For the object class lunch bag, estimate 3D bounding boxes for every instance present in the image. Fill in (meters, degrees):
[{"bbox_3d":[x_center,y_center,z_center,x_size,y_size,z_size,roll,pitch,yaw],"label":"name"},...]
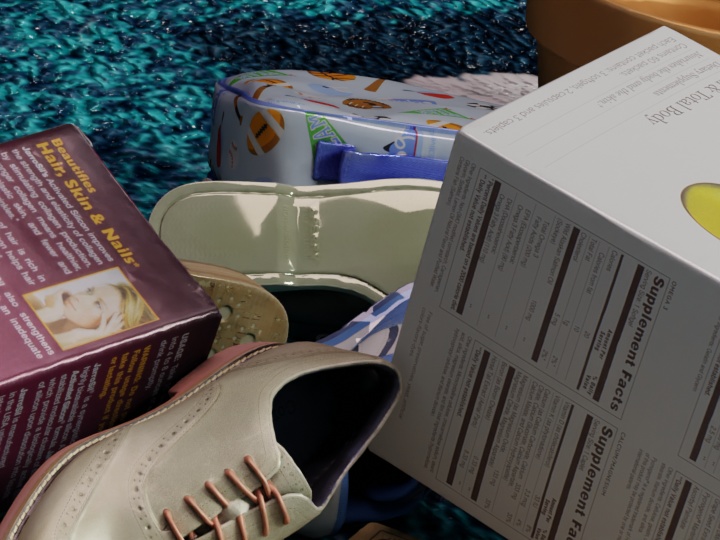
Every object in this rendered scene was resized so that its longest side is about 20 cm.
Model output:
[{"bbox_3d":[0.017,-0.051,1.428,0.199,0.076,0.160,5,10,-13],"label":"lunch bag"}]

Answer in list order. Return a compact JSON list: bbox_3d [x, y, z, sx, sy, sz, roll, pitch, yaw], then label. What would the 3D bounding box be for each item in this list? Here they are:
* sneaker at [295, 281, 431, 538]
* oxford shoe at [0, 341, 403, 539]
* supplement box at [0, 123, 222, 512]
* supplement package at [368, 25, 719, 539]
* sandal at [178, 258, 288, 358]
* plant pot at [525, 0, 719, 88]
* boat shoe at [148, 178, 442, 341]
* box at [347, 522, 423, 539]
[{"bbox_3d":[0.016,0.061,1.183,0.082,0.074,0.200,27,34,32],"label":"sneaker"},{"bbox_3d":[-0.061,0.081,1.018,0.074,0.071,0.200,-12,25,44],"label":"oxford shoe"},{"bbox_3d":[-0.167,0.032,1.059,0.200,0.086,0.110,-19,56,-36],"label":"supplement box"},{"bbox_3d":[0.138,0.033,1.073,0.200,0.151,0.152,32,36,25],"label":"supplement package"},{"bbox_3d":[-0.109,0.030,1.190,0.211,0.078,0.070,2,20,-36],"label":"sandal"},{"bbox_3d":[0.177,-0.090,1.547,0.199,0.140,0.200,10,20,-4],"label":"plant pot"},{"bbox_3d":[0.000,0.002,1.334,0.199,0.075,0.066,2,-21,-5],"label":"boat shoe"},{"bbox_3d":[0.058,0.156,1.020,0.199,0.021,0.163,19,22,19],"label":"box"}]
